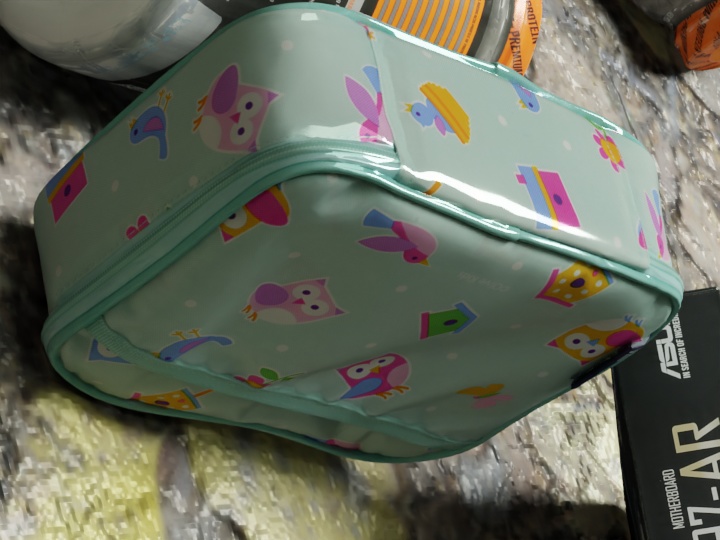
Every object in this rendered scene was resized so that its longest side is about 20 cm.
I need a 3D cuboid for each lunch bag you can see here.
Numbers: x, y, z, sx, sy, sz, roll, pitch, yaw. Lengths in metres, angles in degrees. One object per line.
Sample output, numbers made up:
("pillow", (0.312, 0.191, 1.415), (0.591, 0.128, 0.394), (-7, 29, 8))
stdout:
("lunch bag", (0.000, 0.000, 0.814), (0.200, 0.160, 0.077), (20, 46, -39))

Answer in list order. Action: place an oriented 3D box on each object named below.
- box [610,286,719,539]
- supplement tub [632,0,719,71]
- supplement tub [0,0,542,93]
("box", (0.129, 0.121, 0.914), (0.200, 0.043, 0.160), (73, 9, -63))
("supplement tub", (0.171, -0.210, 1.228), (0.122, 0.122, 0.200), (-9, 74, -56))
("supplement tub", (-0.030, -0.112, 0.880), (0.200, 0.122, 0.123), (15, 55, -50))
